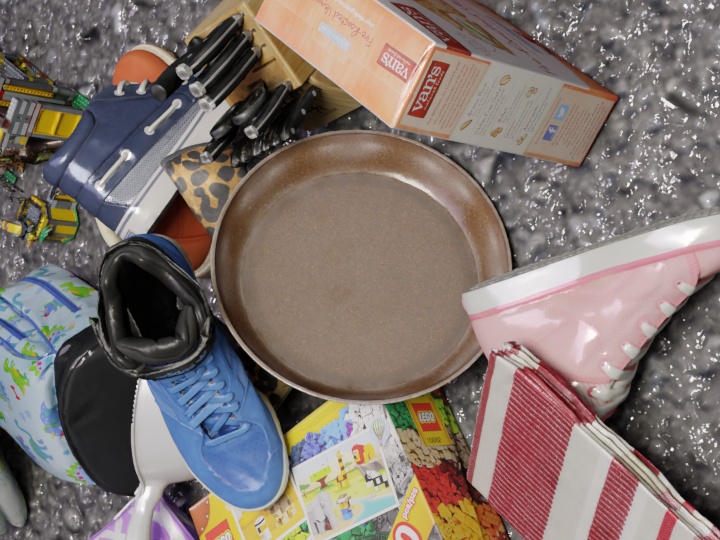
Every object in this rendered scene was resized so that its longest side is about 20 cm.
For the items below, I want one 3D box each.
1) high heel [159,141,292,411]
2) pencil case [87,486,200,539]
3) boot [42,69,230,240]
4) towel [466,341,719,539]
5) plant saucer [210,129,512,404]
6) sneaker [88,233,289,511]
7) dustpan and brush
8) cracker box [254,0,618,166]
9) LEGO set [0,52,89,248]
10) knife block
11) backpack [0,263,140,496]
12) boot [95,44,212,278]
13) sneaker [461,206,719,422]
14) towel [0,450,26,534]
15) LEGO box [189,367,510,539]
[{"bbox_3d":[-0.099,0.014,1.067,0.071,0.141,0.202,26,100,65],"label":"high heel"},{"bbox_3d":[-0.204,0.242,1.119,0.086,0.199,0.084,55,169,-9],"label":"pencil case"},{"bbox_3d":[-0.143,-0.121,1.095,0.201,0.090,0.073,-57,5,-24],"label":"boot"},{"bbox_3d":[0.142,0.147,0.885,0.200,0.023,0.145,43,147,29],"label":"towel"},{"bbox_3d":[0.000,0.000,0.988,0.032,0.198,0.202,101,146,-62],"label":"plant saucer"},{"bbox_3d":[-0.112,0.070,0.966,0.076,0.111,0.202,-23,89,5],"label":"sneaker"},{"bbox_3d":[-0.139,0.130,1.076,0.056,0.140,0.203,-2,73,14],"label":"dustpan and brush"},{"bbox_3d":[0.050,-0.130,0.916,0.134,0.199,0.058,41,113,34],"label":"cracker box"},{"bbox_3d":[-0.318,-0.116,1.283,0.200,0.115,0.155,46,115,33],"label":"LEGO set"},{"bbox_3d":[-0.076,-0.168,1.033,0.064,0.175,0.202,-22,67,36],"label":"knife block"},{"bbox_3d":[-0.235,0.077,1.185,0.200,0.152,0.164,52,161,50],"label":"backpack"},{"bbox_3d":[-0.169,-0.093,1.164,0.075,0.107,0.202,-33,65,35],"label":"boot"},{"bbox_3d":[0.162,0.031,0.898,0.199,0.075,0.106,-20,88,31],"label":"sneaker"},{"bbox_3d":[-0.349,0.116,1.272,0.172,0.048,0.201,51,162,31],"label":"towel"},{"bbox_3d":[-0.008,0.181,1.025,0.200,0.077,0.150,-40,63,31],"label":"LEGO box"}]
